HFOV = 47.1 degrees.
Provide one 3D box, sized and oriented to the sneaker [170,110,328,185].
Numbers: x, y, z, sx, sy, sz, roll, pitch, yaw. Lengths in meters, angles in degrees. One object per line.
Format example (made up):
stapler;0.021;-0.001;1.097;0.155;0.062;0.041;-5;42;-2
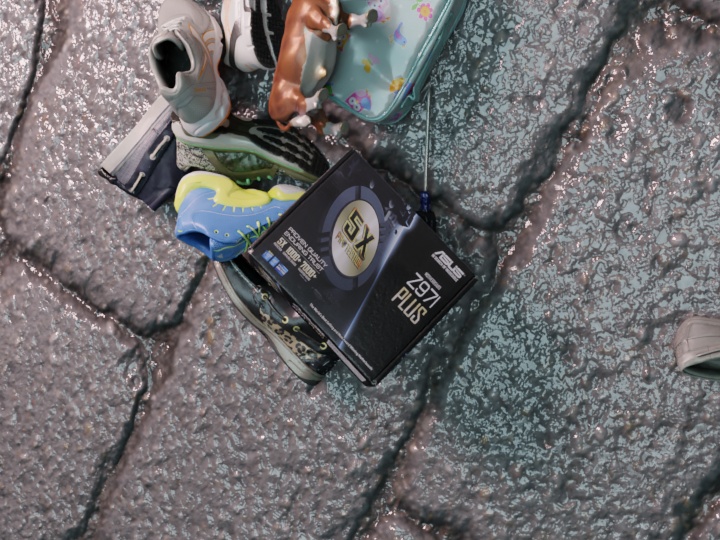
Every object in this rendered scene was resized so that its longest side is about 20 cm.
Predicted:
sneaker;-0.136;-0.134;1.001;0.197;0.077;0.089;18;130;-4

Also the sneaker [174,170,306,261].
sneaker;-0.128;-0.048;0.977;0.197;0.076;0.106;10;61;2

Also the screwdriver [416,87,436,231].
screwdriver;0.073;-0.109;0.963;0.029;0.028;0.203;-5;100;-12

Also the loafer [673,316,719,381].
loafer;0.430;0.098;0.858;0.197;0.070;0.071;5;135;19

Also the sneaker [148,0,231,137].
sneaker;-0.201;-0.253;0.930;0.075;0.092;0.202;-26;59;11

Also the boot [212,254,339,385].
boot;-0.068;0.018;1.002;0.153;0.073;0.204;-40;90;14

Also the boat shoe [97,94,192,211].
boat shoe;-0.230;-0.168;1.034;0.093;0.075;0.200;41;101;-16

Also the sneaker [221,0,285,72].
sneaker;-0.136;-0.333;0.976;0.079;0.073;0.204;-3;85;45

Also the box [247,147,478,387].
box;0.000;0.000;0.911;0.164;0.086;0.200;-43;87;-11

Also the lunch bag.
lunch bag;0.021;-0.271;0.935;0.159;0.077;0.202;32;105;9

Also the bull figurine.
bull figurine;-0.048;-0.241;0.875;0.121;0.064;0.203;34;121;45
